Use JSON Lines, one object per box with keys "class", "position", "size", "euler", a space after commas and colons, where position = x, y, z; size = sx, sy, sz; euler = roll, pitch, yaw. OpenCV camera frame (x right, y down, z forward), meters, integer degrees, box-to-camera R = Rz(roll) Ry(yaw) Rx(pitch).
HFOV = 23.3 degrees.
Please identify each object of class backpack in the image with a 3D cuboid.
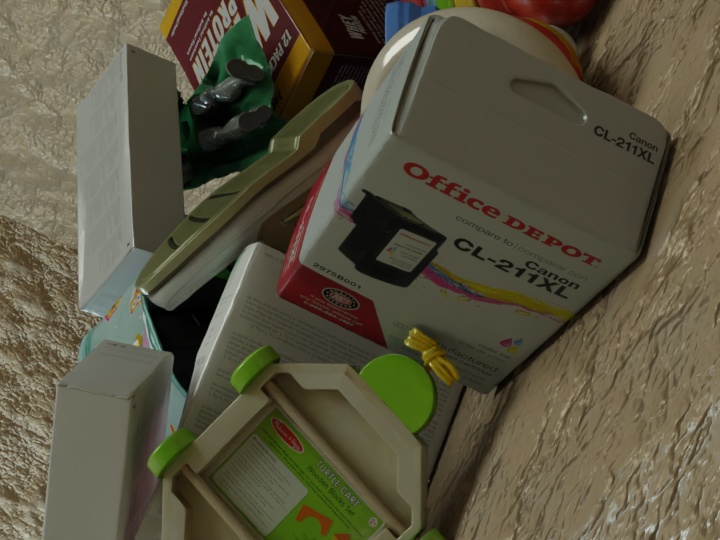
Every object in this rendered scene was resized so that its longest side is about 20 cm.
{"class": "backpack", "position": [-0.103, 0.093, 1.216], "size": [0.153, 0.199, 0.177], "euler": [-38, 51, 20]}

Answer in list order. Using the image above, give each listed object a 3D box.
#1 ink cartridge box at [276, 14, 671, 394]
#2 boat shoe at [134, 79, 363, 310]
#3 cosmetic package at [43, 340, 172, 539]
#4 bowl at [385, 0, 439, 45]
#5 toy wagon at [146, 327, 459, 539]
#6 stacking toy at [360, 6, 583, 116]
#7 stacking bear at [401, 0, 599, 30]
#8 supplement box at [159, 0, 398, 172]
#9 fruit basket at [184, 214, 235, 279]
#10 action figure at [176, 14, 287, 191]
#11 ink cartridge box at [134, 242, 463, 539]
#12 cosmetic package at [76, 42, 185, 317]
{"class": "ink cartridge box", "position": [0.055, -0.029, 0.951], "size": [0.200, 0.145, 0.083], "euler": [-52, 15, 59]}
{"class": "boat shoe", "position": [-0.057, -0.036, 1.150], "size": [0.200, 0.069, 0.075], "euler": [-42, 18, -10]}
{"class": "cosmetic package", "position": [-0.159, 0.152, 1.063], "size": [0.083, 0.050, 0.202], "euler": [-58, -22, -71]}
{"class": "bowl", "position": [0.047, -0.088, 1.226], "size": [0.201, 0.039, 0.203], "euler": [-5, -90, -85]}
{"class": "toy wagon", "position": [-0.020, 0.116, 0.995], "size": [0.200, 0.155, 0.040], "euler": [-45, -12, 3]}
{"class": "stacking toy", "position": [0.095, -0.118, 1.111], "size": [0.147, 0.145, 0.200], "euler": [-60, -5, 31]}
{"class": "stacking bear", "position": [0.111, -0.207, 1.252], "size": [0.200, 0.120, 0.115], "euler": [-173, 88, -73]}
{"class": "supplement box", "position": [-0.025, -0.182, 1.437], "size": [0.133, 0.198, 0.198], "euler": [-59, 46, 34]}
{"class": "fruit basket", "position": [-0.089, 0.002, 1.403], "size": [0.218, 0.214, 0.155], "euler": [-65, 8, -2]}
{"class": "action figure", "position": [-0.128, -0.110, 1.370], "size": [0.199, 0.054, 0.120], "euler": [-24, 75, 57]}
{"class": "ink cartridge box", "position": [-0.035, 0.105, 1.082], "size": [0.202, 0.160, 0.050], "euler": [-68, 12, -15]}
{"class": "cosmetic package", "position": [-0.171, -0.066, 1.299], "size": [0.083, 0.050, 0.202], "euler": [-45, 39, 39]}
